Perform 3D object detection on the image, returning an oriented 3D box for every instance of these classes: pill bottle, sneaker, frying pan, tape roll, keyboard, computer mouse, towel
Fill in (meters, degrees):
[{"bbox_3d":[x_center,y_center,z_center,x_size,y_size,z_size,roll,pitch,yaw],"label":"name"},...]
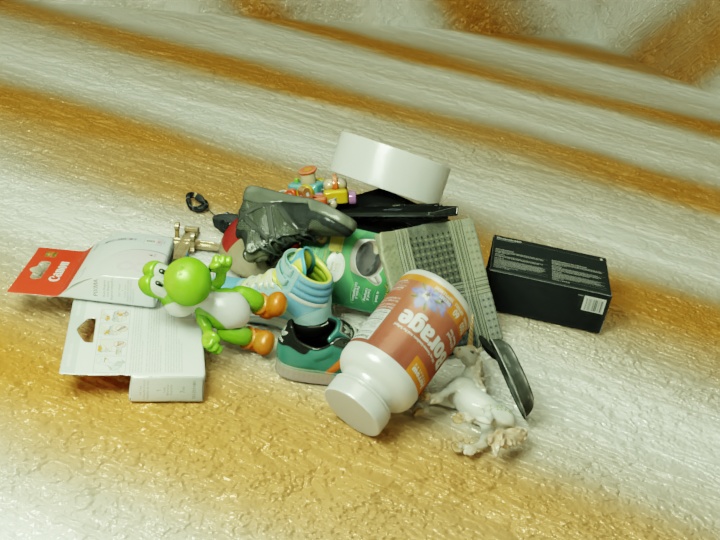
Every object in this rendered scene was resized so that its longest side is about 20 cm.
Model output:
[{"bbox_3d":[0.046,0.104,1.059,0.111,0.113,0.200,25,59,27],"label":"pill bottle"},{"bbox_3d":[-0.013,0.108,1.126,0.197,0.081,0.072,4,28,-10],"label":"sneaker"},{"bbox_3d":[0.202,0.141,1.145,0.031,0.116,0.190,-23,-3,3],"label":"frying pan"},{"bbox_3d":[0.051,-0.172,1.428,0.200,0.072,0.202,18,6,-2],"label":"tape roll"},{"bbox_3d":[0.066,-0.091,1.325,0.198,0.021,0.126,4,14,40],"label":"keyboard"},{"bbox_3d":[-0.128,0.012,1.209,0.198,0.132,0.080,14,35,3],"label":"sneaker"},{"bbox_3d":[-0.101,-0.052,1.227,0.197,0.115,0.076,13,-12,25],"label":"sneaker"},{"bbox_3d":[-0.254,-0.106,1.508,0.058,0.034,0.199,-18,38,-41],"label":"computer mouse"},{"bbox_3d":[0.115,0.026,1.241,0.191,0.202,0.034,-10,-5,-33],"label":"towel"}]

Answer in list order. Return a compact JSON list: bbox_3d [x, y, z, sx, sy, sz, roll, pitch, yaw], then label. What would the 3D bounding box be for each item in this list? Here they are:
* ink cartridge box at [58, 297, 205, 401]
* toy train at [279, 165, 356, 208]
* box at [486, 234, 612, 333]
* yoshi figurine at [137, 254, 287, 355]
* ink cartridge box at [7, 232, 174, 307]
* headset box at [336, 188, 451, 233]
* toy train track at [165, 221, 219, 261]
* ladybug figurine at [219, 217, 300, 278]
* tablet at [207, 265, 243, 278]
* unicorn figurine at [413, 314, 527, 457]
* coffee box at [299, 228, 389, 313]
[{"bbox_3d":[-0.294,0.096,1.100,0.171,0.044,0.201,2,28,-13],"label":"ink cartridge box"},{"bbox_3d":[-0.093,-0.136,1.407,0.149,0.056,0.200,-12,19,-26],"label":"toy train"},{"bbox_3d":[0.309,0.020,1.403,0.198,0.080,0.142,13,31,7],"label":"box"},{"bbox_3d":[-0.188,0.040,1.093,0.199,0.112,0.113,25,27,-32],"label":"yoshi figurine"},{"bbox_3d":[-0.374,-0.010,1.189,0.198,0.058,0.163,10,22,-9],"label":"ink cartridge box"},{"bbox_3d":[0.024,-0.054,1.434,0.173,0.094,0.199,29,34,35],"label":"headset box"},{"bbox_3d":[-0.291,-0.040,1.355,0.113,0.033,0.200,6,24,-1],"label":"toy train track"},{"bbox_3d":[-0.159,-0.048,1.358,0.134,0.073,0.200,6,23,-12],"label":"ladybug figurine"},{"bbox_3d":[-0.216,0.022,1.300,0.198,0.014,0.130,-8,32,-31],"label":"tablet"},{"bbox_3d":[0.141,0.166,1.094,0.136,0.074,0.201,-11,50,-35],"label":"unicorn figurine"},{"bbox_3d":[0.000,0.000,1.286,0.198,0.125,0.044,12,-2,1],"label":"coffee box"}]
